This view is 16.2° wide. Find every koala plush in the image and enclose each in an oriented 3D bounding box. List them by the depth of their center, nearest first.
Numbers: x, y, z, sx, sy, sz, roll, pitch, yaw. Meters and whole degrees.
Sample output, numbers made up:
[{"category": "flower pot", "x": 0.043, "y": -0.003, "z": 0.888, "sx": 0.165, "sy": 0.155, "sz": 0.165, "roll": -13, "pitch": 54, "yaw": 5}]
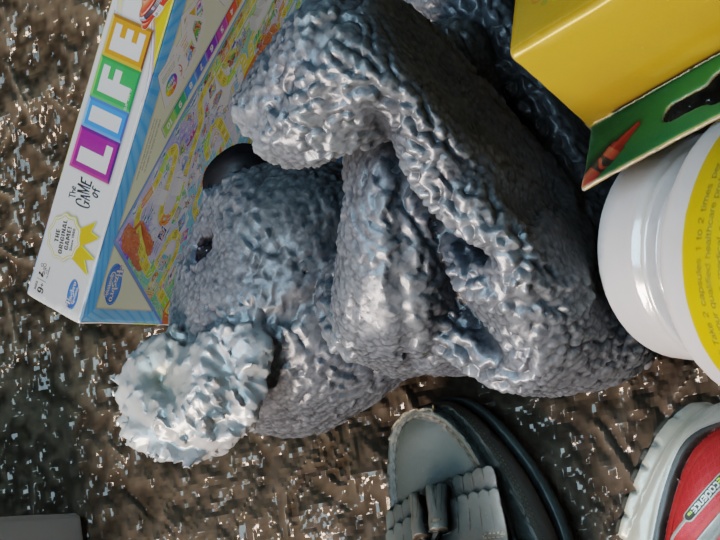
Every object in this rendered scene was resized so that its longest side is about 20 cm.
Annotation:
[{"category": "koala plush", "x": 0.000, "y": 0.000, "z": 0.982, "sx": 0.200, "sy": 0.177, "sz": 0.184, "roll": -34, "pitch": 91, "yaw": 29}]

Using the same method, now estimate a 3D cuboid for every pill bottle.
[{"category": "pill bottle", "x": 0.169, "y": -0.006, "z": 0.835, "sx": 0.200, "sy": 0.111, "sz": 0.112, "roll": 2, "pitch": 89, "yaw": 58}]

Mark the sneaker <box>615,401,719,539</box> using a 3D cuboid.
[{"category": "sneaker", "x": 0.128, "y": 0.150, "z": 0.929, "sx": 0.085, "sy": 0.077, "sz": 0.201, "roll": 14, "pitch": 97, "yaw": 33}]

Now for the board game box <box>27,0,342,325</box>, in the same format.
[{"category": "board game box", "x": -0.053, "y": -0.075, "z": 1.046, "sx": 0.034, "sy": 0.134, "sz": 0.201, "roll": 26, "pitch": 103, "yaw": 36}]

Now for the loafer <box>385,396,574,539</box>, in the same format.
[{"category": "loafer", "x": 0.051, "y": 0.142, "z": 0.995, "sx": 0.072, "sy": 0.063, "sz": 0.201, "roll": -31, "pitch": 69, "yaw": 33}]

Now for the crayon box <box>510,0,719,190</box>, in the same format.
[{"category": "crayon box", "x": 0.119, "y": -0.136, "z": 0.901, "sx": 0.127, "sy": 0.051, "sz": 0.201, "roll": -29, "pitch": 37, "yaw": 33}]

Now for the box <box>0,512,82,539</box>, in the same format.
[{"category": "box", "x": -0.190, "y": 0.222, "z": 1.162, "sx": 0.124, "sy": 0.097, "sz": 0.201, "roll": -17, "pitch": 76, "yaw": 37}]
